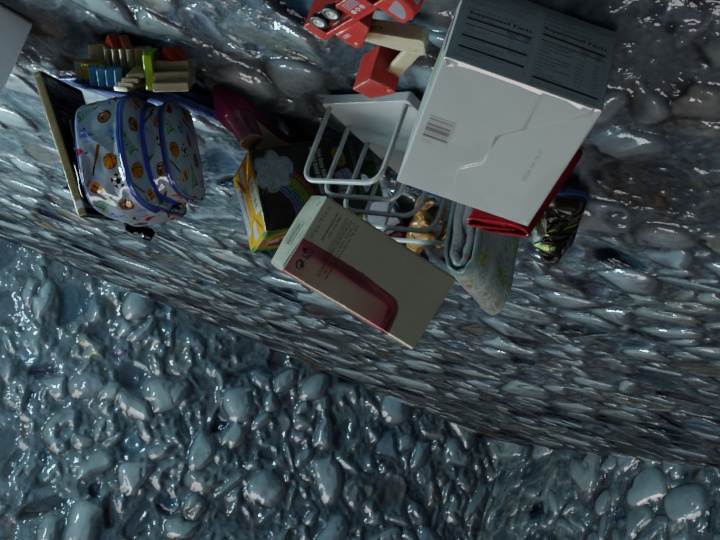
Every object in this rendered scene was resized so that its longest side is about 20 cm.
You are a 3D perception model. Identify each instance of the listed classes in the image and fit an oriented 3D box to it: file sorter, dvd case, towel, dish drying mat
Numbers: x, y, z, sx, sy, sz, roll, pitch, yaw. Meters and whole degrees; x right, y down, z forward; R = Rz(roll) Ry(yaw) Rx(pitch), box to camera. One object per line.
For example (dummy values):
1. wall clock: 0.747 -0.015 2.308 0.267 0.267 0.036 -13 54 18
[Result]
1. file sorter: 0.044 -0.128 1.190 0.139 0.125 0.200 7 162 39
2. dvd case: -0.392 -0.168 1.257 0.016 0.200 0.149 -18 180 4
3. towel: -0.316 -0.252 1.311 0.200 0.024 0.145 10 179 27
4. dish drying mat: 0.197 -0.098 1.062 0.077 0.200 0.018 9 125 27
5. towel: 0.168 -0.061 1.170 0.048 0.200 0.171 3 161 29

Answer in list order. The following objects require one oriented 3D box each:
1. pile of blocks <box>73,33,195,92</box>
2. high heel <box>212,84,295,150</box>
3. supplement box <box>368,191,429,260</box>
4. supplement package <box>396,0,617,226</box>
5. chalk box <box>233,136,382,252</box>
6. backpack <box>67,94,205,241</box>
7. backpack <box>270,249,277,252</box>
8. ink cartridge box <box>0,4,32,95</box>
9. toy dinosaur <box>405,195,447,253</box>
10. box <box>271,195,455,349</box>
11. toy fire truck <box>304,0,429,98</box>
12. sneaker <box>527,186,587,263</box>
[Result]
1. pile of blocks: -0.309 -0.278 1.191 0.200 0.062 0.082 9 -153 22
2. high heel: -0.152 -0.211 1.330 0.096 0.067 0.200 59 -174 13
3. supplement box: 0.037 -0.047 1.531 0.109 0.061 0.200 -25 152 8
4. supplement package: 0.142 -0.163 0.918 0.156 0.111 0.200 19 148 -1
5. chalk box: -0.069 -0.114 1.321 0.200 0.125 0.124 -11 172 -20
6. backpack: -0.307 -0.152 1.235 0.154 0.200 0.190 -16 177 17
7. backpack: -0.109 -0.081 1.555 0.163 0.154 0.200 15 -174 19
8. ink cartridge box: -0.560 -0.289 1.294 0.084 0.145 0.200 26 162 -30
9. toy dinosaur: 0.097 -0.051 1.471 0.106 0.060 0.200 0 130 -19
10. box: 0.000 0.000 1.162 0.200 0.109 0.128 32 178 -13
11. toy fire truck: 0.021 -0.254 0.946 0.141 0.049 0.200 26 162 -28
12. sneaker: 0.274 -0.063 1.257 0.071 0.083 0.200 13 164 16
